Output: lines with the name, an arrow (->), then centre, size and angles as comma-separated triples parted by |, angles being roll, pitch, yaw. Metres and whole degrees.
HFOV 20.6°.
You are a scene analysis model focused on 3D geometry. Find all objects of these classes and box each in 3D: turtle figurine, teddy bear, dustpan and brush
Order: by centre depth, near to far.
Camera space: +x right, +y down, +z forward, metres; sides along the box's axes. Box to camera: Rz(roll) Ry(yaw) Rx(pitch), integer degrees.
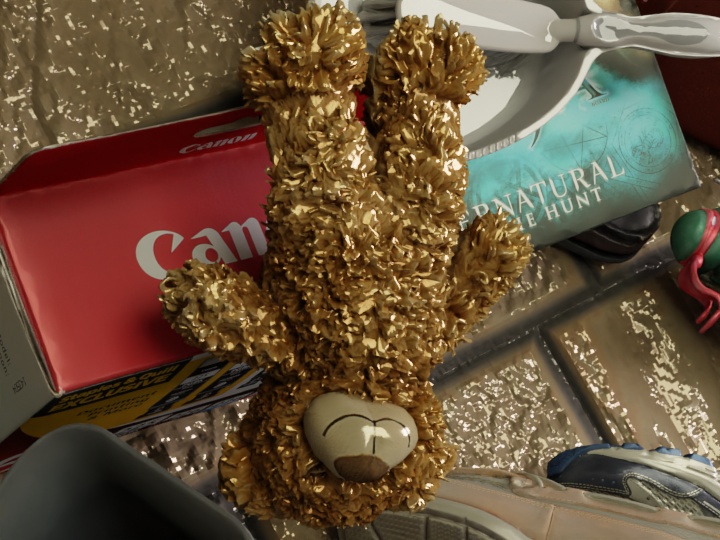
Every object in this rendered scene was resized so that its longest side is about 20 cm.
teddy bear -> 0.000, 0.000, 0.734 | 0.145, 0.067, 0.201 | 21, 85, -37
dustpan and brush -> 0.079, -0.111, 0.915 | 0.199, 0.057, 0.140 | 4, 82, -19
turtle figurine -> 0.230, 0.000, 1.032 | 0.200, 0.101, 0.150 | 31, 24, -21

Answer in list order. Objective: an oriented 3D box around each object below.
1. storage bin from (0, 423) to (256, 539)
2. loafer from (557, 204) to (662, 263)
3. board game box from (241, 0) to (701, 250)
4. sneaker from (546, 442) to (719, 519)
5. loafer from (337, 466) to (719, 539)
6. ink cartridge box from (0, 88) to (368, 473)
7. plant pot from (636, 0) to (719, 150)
storage bin -> -0.091, 0.174, 0.692 | 0.200, 0.145, 0.134 | -57, 141, -7
loafer -> 0.083, -0.086, 1.002 | 0.200, 0.063, 0.072 | 45, 52, -6
board game box -> 0.055, -0.070, 0.951 | 0.199, 0.028, 0.136 | -21, 92, -20
sneaker -> 0.166, 0.154, 0.937 | 0.200, 0.077, 0.085 | 34, 59, -13
loafer -> 0.090, 0.124, 0.866 | 0.199, 0.072, 0.063 | 13, 40, 20
ink cartridge box -> -0.067, 0.003, 0.798 | 0.199, 0.175, 0.084 | -15, 78, -35
plant pot -> 0.225, -0.174, 1.061 | 0.175, 0.200, 0.201 | 5, 65, -18
